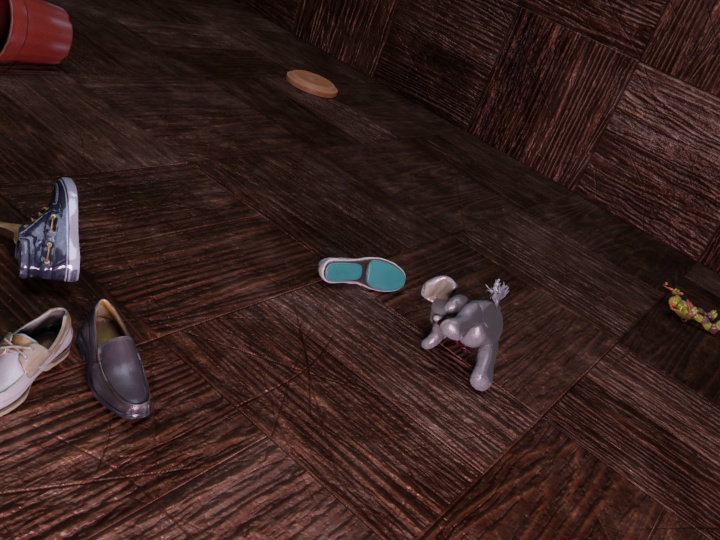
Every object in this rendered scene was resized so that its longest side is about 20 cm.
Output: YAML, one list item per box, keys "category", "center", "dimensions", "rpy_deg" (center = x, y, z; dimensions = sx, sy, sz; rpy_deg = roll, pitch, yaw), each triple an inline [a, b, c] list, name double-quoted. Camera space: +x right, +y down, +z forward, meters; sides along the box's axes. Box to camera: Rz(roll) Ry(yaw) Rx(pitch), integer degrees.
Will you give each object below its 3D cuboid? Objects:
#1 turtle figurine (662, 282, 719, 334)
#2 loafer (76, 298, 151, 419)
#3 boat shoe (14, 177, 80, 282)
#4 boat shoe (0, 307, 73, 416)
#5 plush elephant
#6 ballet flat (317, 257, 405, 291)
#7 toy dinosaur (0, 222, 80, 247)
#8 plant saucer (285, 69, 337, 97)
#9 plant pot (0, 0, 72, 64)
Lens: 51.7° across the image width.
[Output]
- category: "turtle figurine"
  center: [0.894, 0.113, 2.008]
  dimensions: [0.159, 0.065, 0.200]
  rpy_deg: [27, 17, -7]
- category: "loafer"
  center: [-0.340, 0.121, 1.024]
  dimensions: [0.072, 0.073, 0.200]
  rpy_deg: [-4, 37, -43]
- category: "boat shoe"
  center: [-0.498, -0.072, 1.178]
  dimensions: [0.089, 0.071, 0.203]
  rpy_deg: [3, 51, -29]
- category: "boat shoe"
  center: [-0.444, 0.113, 0.963]
  dimensions: [0.074, 0.069, 0.201]
  rpy_deg: [21, 26, 0]
- category: "plush elephant"
  center: [0.180, 0.100, 1.401]
  dimensions: [0.165, 0.153, 0.202]
  rpy_deg: [51, 53, -29]
- category: "ballet flat"
  center: [0.000, 0.000, 1.536]
  dimensions: [0.197, 0.070, 0.070]
  rpy_deg: [6, 30, -28]
- category: "toy dinosaur"
  center: [-0.535, -0.059, 1.227]
  dimensions: [0.198, 0.059, 0.101]
  rpy_deg: [28, 28, 12]
- category: "plant saucer"
  center: [-0.175, -0.687, 2.712]
  dimensions: [0.197, 0.033, 0.201]
  rpy_deg: [19, 26, -9]
- category: "plant pot"
  center: [-0.857, -0.616, 1.889]
  dimensions: [0.200, 0.203, 0.194]
  rpy_deg: [35, 20, 25]
